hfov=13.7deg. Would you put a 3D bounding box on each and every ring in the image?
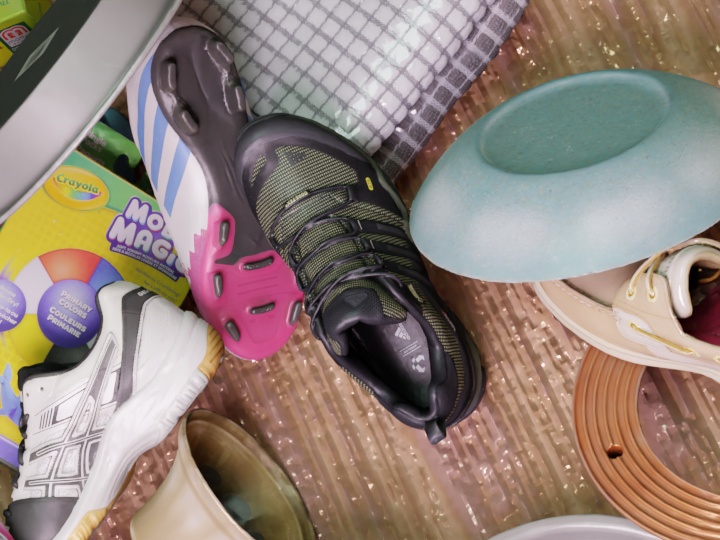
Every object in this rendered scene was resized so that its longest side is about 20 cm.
[{"bbox_3d":[0.209,0.068,1.543,0.200,0.019,0.200,-7,51,9],"label":"ring"}]

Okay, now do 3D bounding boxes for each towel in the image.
[{"bbox_3d":[-0.021,-0.148,1.725,0.200,0.086,0.166,37,89,32],"label":"towel"}]

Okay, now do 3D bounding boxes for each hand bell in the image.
[{"bbox_3d":[-0.131,0.177,1.641,0.200,0.104,0.104,-40,58,17],"label":"hand bell"}]

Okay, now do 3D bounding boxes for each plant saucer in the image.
[{"bbox_3d":[0.118,-0.063,1.593,0.201,0.039,0.201,-14,29,8],"label":"plant saucer"}]

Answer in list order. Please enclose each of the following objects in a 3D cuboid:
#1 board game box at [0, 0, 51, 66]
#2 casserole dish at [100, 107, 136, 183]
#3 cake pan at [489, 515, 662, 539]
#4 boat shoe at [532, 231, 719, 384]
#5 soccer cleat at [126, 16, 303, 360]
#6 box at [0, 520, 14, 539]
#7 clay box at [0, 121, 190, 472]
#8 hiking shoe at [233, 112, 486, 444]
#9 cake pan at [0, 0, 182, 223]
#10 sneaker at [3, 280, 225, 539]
[{"bbox_3d":[-0.259,-0.216,1.874,0.102,0.048,0.200,-21,61,13],"label":"board game box"},{"bbox_3d":[-0.226,-0.038,1.788,0.200,0.039,0.121,-33,59,7],"label":"casserole dish"},{"bbox_3d":[0.113,0.220,1.498,0.200,0.037,0.200,-4,60,6],"label":"cake pan"},{"bbox_3d":[0.174,0.014,1.537,0.200,0.069,0.074,23,60,28],"label":"boat shoe"},{"bbox_3d":[-0.083,-0.049,1.679,0.070,0.200,0.086,-21,18,-22],"label":"soccer cleat"},{"bbox_3d":[-0.247,0.232,1.596,0.100,0.095,0.200,50,123,31],"label":"box"},{"bbox_3d":[-0.167,0.015,1.697,0.200,0.115,0.048,-62,18,-10],"label":"clay box"},{"bbox_3d":[0.000,0.000,1.598,0.076,0.101,0.200,-36,91,8],"label":"hiking shoe"},{"bbox_3d":[-0.164,-0.110,1.649,0.200,0.037,0.200,-47,16,18],"label":"cake pan"},{"bbox_3d":[-0.162,0.095,1.640,0.088,0.076,0.200,36,91,-1],"label":"sneaker"}]
